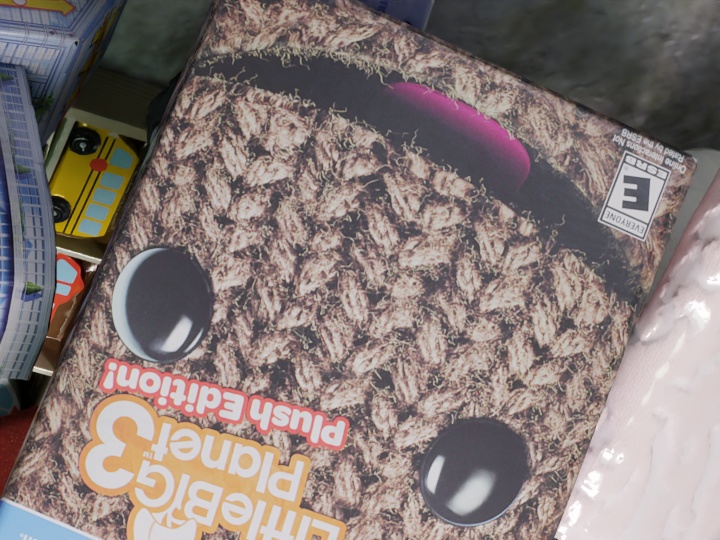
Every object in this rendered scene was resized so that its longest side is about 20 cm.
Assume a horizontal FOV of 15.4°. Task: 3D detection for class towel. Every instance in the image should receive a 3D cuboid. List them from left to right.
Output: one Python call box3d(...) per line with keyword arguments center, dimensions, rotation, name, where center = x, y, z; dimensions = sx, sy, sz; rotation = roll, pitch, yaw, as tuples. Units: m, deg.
box3d(center=(0.159, 0.012, 0.903), dimensions=(0.190, 0.032, 0.201), rotation=(16, 105, -52), name="towel")

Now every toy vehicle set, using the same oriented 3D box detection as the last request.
box3d(center=(-0.156, -0.005, 0.991), dimensions=(0.123, 0.027, 0.201), rotation=(16, 132, -16), name="toy vehicle set")

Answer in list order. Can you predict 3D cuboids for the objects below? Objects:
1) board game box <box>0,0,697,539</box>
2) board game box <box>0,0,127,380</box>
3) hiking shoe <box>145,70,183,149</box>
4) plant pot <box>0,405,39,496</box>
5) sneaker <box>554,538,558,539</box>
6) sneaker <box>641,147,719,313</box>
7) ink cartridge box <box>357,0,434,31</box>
box3d(center=(-0.010, 0.031, 0.833), dimensions=(0.158, 0.201, 0.097), rotation=(23, 169, -5), name="board game box")
box3d(center=(-0.158, -0.064, 0.848), dimensions=(0.198, 0.201, 0.062), rotation=(5, 137, -26), name="board game box")
box3d(center=(0.000, 0.000, 0.946), dimensions=(0.074, 0.087, 0.200), rotation=(-40, 130, 3), name="hiking shoe")
box3d(center=(-0.069, 0.153, 1.024), dimensions=(0.176, 0.201, 0.200), rotation=(-32, 142, 12), name="plant pot")
box3d(center=(0.085, 0.134, 0.949), dimensions=(0.198, 0.130, 0.080), rotation=(13, 93, -1), name="sneaker")
box3d(center=(0.082, 0.032, 0.968), dimensions=(0.070, 0.080, 0.201), rotation=(39, 146, 5), name="sneaker")
box3d(center=(-0.058, -0.149, 0.785), dimensions=(0.198, 0.044, 0.198), rotation=(12, 155, -3), name="ink cartridge box")
